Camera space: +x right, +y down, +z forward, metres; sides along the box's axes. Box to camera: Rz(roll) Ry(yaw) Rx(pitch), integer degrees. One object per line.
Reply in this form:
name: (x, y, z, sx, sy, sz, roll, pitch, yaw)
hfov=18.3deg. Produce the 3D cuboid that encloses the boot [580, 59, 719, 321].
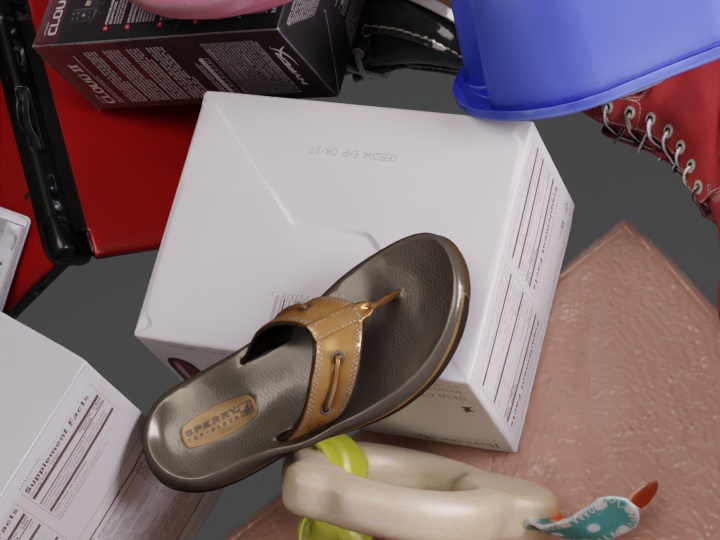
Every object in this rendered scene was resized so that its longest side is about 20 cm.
boot: (0.183, -0.052, 1.237, 0.143, 0.073, 0.201, 3, 60, 21)

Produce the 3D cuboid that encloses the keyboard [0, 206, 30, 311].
keyboard: (-0.252, 0.055, 1.335, 0.056, 0.011, 0.201, 20, 94, 18)

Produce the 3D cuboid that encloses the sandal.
sandal: (-0.032, 0.047, 1.148, 0.199, 0.055, 0.082, -27, 65, 10)

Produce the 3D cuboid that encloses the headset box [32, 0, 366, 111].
headset box: (-0.093, -0.179, 1.323, 0.199, 0.077, 0.150, -2, 60, 33)

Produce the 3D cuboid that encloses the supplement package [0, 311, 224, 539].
supplement package: (-0.202, 0.117, 1.221, 0.151, 0.200, 0.151, 26, 77, 27)

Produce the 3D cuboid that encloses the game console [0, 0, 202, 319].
game console: (-0.181, -0.069, 1.404, 0.172, 0.118, 0.201, -41, 54, 35)

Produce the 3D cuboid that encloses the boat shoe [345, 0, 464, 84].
boat shoe: (-0.007, -0.142, 1.346, 0.199, 0.076, 0.061, 20, 77, 39)

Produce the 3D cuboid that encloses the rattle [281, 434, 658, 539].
rattle: (0.048, 0.164, 1.188, 0.199, 0.130, 0.144, 12, 80, -4)

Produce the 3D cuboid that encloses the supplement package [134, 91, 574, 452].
supplement package: (0.000, 0.000, 1.253, 0.199, 0.111, 0.157, 7, 69, 23)

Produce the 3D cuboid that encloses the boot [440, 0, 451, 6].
boot: (0.144, -0.208, 1.306, 0.077, 0.199, 0.156, 45, 121, 49)

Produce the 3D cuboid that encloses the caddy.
caddy: (0.139, -0.145, 1.214, 0.199, 0.106, 0.141, -21, 23, -2)

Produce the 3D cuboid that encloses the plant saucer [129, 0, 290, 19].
plant saucer: (-0.057, -0.218, 1.241, 0.199, 0.051, 0.202, -16, 54, 23)
